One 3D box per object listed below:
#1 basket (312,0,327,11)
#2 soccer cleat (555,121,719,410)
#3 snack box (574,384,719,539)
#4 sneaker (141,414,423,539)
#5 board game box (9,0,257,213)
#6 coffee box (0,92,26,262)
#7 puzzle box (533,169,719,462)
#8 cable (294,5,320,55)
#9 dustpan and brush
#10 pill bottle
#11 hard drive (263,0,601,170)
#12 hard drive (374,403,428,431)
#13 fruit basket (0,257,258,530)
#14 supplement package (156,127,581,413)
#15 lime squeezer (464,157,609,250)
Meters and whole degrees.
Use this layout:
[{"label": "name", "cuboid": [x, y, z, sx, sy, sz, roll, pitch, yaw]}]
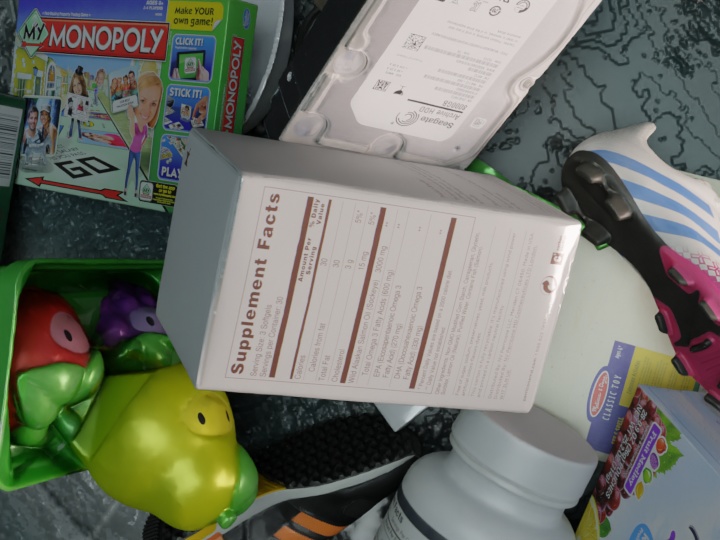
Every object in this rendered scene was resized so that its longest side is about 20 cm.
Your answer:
[{"label": "basket", "cuboid": [0.066, -0.223, 0.704, 0.180, 0.136, 0.200, 46, 113, 2]}, {"label": "soccer cleat", "cuboid": [0.205, -0.007, 0.703, 0.086, 0.070, 0.200, -29, 77, -26]}, {"label": "snack box", "cuboid": [0.190, 0.197, 0.680, 0.067, 0.169, 0.201, 8, 114, -20]}, {"label": "sneaker", "cuboid": [-0.044, 0.171, 0.799, 0.199, 0.070, 0.090, -22, 117, 2]}, {"label": "board game box", "cuboid": [-0.158, -0.113, 0.766, 0.199, 0.029, 0.135, 11, 97, 35]}, {"label": "coffee box", "cuboid": [-0.306, -0.033, 0.813, 0.122, 0.044, 0.201, 14, 96, 25]}, {"label": "puzzle box", "cuboid": [0.186, 0.031, 0.768, 0.132, 0.025, 0.201, 16, 96, 7]}, {"label": "cable", "cuboid": [-0.029, -0.074, 0.770, 0.097, 0.050, 0.201, -10, 73, 30]}, {"label": "dustpan and brush", "cuboid": [-0.098, -0.106, 0.765, 0.139, 0.057, 0.201, -12, 90, 28]}, {"label": "pill bottle", "cuboid": [0.068, 0.185, 0.740, 0.119, 0.120, 0.201, 27, 102, 6]}, {"label": "hard drive", "cuboid": [0.047, -0.135, 0.661, 0.200, 0.139, 0.038, -51, 44, 39]}, {"label": "hard drive", "cuboid": [0.017, -0.013, 0.779, 0.132, 0.025, 0.200, -38, 80, 9]}, {"label": "fruit basket", "cuboid": [-0.149, 0.071, 0.731, 0.214, 0.216, 0.156, 9, 94, 8]}, {"label": "supplement package", "cuboid": [0.000, 0.000, 0.652, 0.199, 0.117, 0.118, 7, 106, -22]}, {"label": "lime squeezer", "cuboid": [0.090, -0.093, 0.762, 0.070, 0.038, 0.201, -28, 77, 26]}]
